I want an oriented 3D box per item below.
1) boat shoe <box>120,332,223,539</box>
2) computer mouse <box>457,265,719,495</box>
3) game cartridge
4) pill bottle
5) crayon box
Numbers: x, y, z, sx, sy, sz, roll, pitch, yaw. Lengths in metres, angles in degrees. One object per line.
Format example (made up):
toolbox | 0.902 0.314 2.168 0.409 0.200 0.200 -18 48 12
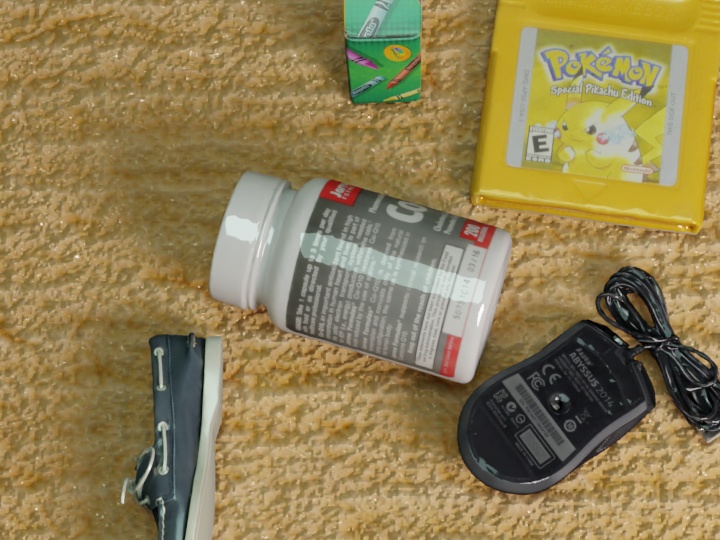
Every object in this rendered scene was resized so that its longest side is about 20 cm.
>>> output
boat shoe | -0.133 0.138 1.367 0.061 0.075 0.202 3 71 1
computer mouse | 0.154 0.098 1.386 0.199 0.053 0.139 -28 75 -18
game cartridge | 0.181 -0.135 1.466 0.174 0.032 0.202 7 74 4
pill bottle | 0.000 0.000 1.385 0.198 0.114 0.115 16 74 7
crayon box | 0.017 -0.242 1.459 0.058 0.119 0.202 -1 72 2
